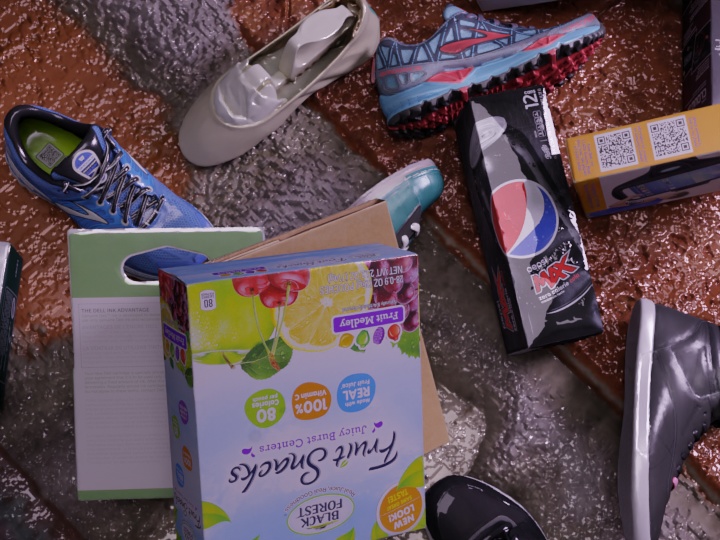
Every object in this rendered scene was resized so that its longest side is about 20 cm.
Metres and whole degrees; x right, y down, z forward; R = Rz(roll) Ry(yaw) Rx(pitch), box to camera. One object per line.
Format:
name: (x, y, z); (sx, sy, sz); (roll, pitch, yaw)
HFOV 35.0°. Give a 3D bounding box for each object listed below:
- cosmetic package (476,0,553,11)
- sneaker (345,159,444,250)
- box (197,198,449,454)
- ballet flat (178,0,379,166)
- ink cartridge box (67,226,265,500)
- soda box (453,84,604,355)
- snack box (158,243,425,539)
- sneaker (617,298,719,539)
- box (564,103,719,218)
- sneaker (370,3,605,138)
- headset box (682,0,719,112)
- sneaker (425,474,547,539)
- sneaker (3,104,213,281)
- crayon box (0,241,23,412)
cosmetic package: (0.185, -0.291, 0.939); (0.200, 0.081, 0.113); (-3, 75, 21)
sneaker: (0.000, 0.000, 0.894); (0.200, 0.071, 0.080); (-42, 82, -4)
box: (-0.028, 0.068, 0.832); (0.163, 0.021, 0.200); (-22, 107, -22)
ballet flat: (-0.068, -0.162, 0.931); (0.200, 0.069, 0.069); (-39, 81, -12)
ink cartridge box: (-0.138, 0.067, 0.842); (0.145, 0.048, 0.200); (-1, 96, -3)
soda box: (0.129, -0.038, 0.898); (0.063, 0.071, 0.200); (-12, 83, -8)
snack box: (-0.043, 0.091, 0.778); (0.168, 0.068, 0.200); (-8, 104, -26)
sneaker: (0.252, 0.122, 0.872); (0.099, 0.071, 0.200); (8, 71, 4)
box: (0.263, -0.090, 0.875); (0.200, 0.119, 0.042); (-10, 77, 14)
sneaker: (0.103, -0.186, 0.942); (0.200, 0.079, 0.096); (-19, 75, -8)
headset box: (0.352, -0.189, 0.958); (0.148, 0.075, 0.200); (4, 75, -2)
sneaker: (0.127, 0.226, 0.830); (0.076, 0.088, 0.200); (-41, 81, -12)
sneaker: (-0.199, -0.060, 0.884); (0.200, 0.089, 0.079); (32, 77, 5)
crayon box: (-0.369, 0.036, 0.869); (0.200, 0.052, 0.126); (5, 75, -3)
